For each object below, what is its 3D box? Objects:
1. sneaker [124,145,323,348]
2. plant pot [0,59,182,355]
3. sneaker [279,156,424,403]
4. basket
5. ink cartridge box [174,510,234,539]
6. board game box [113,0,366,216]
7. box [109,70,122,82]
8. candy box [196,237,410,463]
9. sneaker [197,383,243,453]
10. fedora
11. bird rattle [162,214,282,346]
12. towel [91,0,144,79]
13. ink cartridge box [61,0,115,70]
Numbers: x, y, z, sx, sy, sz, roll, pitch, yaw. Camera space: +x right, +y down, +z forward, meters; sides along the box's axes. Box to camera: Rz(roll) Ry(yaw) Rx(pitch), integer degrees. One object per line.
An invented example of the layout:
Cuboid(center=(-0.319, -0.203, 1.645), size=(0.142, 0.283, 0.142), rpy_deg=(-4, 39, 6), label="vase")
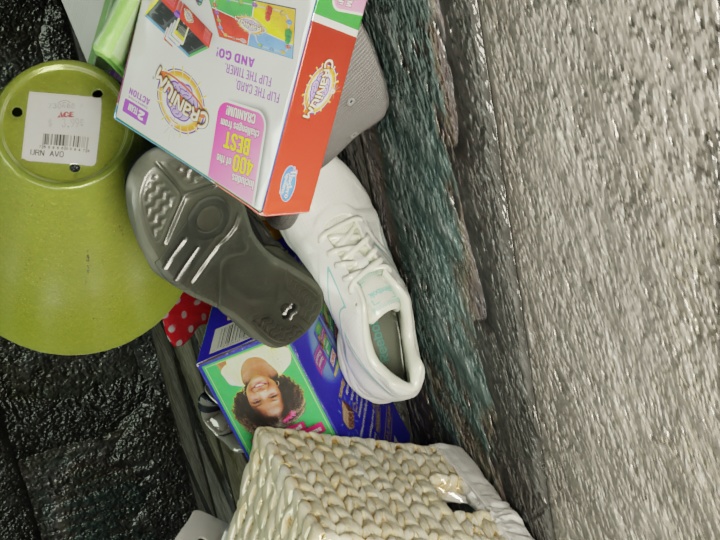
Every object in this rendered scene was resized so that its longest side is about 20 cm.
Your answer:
Cuboid(center=(-0.111, -0.030, 1.371), size=(0.114, 0.076, 0.199), rpy_deg=(38, 177, 39), label="sneaker")
Cuboid(center=(-0.201, -0.060, 1.442), size=(0.200, 0.186, 0.188), rpy_deg=(109, 142, -69), label="plant pot")
Cuboid(center=(0.000, 0.000, 1.471), size=(0.201, 0.070, 0.080), rpy_deg=(66, 165, -7), label="sneaker")
Cuboid(center=(0.002, 0.226, 1.378), size=(0.198, 0.160, 0.201), rpy_deg=(-129, 53, -66), label="basket")
Cuboid(center=(-0.044, 0.221, 1.595), size=(0.117, 0.199, 0.068), rpy_deg=(-58, -11, -65), label="ink cartridge box")
Cuboid(center=(-0.067, -0.154, 1.232), size=(0.153, 0.040, 0.201), rpy_deg=(34, 116, 39), label="board game box")
Cuboid(center=(-0.151, -0.170, 1.675), size=(0.137, 0.039, 0.201), rpy_deg=(73, -147, -66), label="box")
Cuboid(center=(-0.038, 0.098, 1.540), size=(0.200, 0.077, 0.169), rpy_deg=(62, -165, -21), label="candy box")
Cuboid(center=(-0.076, 0.061, 1.737), size=(0.077, 0.146, 0.203), rpy_deg=(87, 164, -59), label="sneaker")
Cuboid(center=(-0.038, -0.130, 1.360), size=(0.200, 0.090, 0.177), rpy_deg=(86, 163, -51), label="fedora")
Cuboid(center=(-0.097, -0.016, 1.652), size=(0.200, 0.162, 0.113), rpy_deg=(89, 173, -51), label="bird rattle")
Cuboid(center=(-0.114, -0.218, 1.345), size=(0.031, 0.201, 0.149), rpy_deg=(27, 177, 8), label="towel")
Cuboid(center=(-0.191, -0.262, 1.477), size=(0.200, 0.048, 0.146), rpy_deg=(64, 148, 31), label="ink cartridge box")
